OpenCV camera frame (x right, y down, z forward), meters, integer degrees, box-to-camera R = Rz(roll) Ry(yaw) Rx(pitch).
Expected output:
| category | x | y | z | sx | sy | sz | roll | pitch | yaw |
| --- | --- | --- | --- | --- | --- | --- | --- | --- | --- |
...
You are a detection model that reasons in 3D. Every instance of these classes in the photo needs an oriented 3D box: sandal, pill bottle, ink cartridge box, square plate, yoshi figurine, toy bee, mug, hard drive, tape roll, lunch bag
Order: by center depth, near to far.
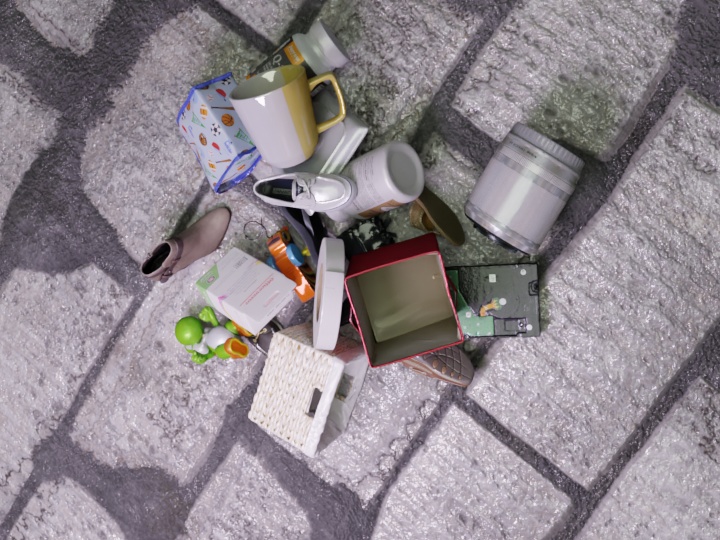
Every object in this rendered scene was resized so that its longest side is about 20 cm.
| category | x | y | z | sx | sy | sz | roll | pitch | yaw |
| --- | --- | --- | --- | --- | --- | --- | --- | --- | --- |
| tape roll | -0.059 | 0.042 | 1.477 | 0.036 | 0.203 | 0.207 | 5 | 96 | -8 |
| mug | -0.132 | -0.279 | 1.495 | 0.183 | 0.150 | 0.155 | -4 | 122 | 27 |
| pill bottle | 0.017 | -0.161 | 1.542 | 0.198 | 0.113 | 0.117 | -18 | 90 | 46 |
| hard drive | 0.246 | 0.059 | 1.570 | 0.196 | 0.038 | 0.143 | -4 | 93 | 14 |
| square plate | -0.090 | -0.238 | 1.584 | 0.201 | 0.028 | 0.198 | -54 | 44 | 13 |
| sandal | 0.119 | -0.116 | 1.585 | 0.213 | 0.077 | 0.070 | 54 | 128 | 11 |
| ink cartridge box | -0.214 | 0.045 | 1.588 | 0.198 | 0.068 | 0.117 | 28 | 62 | 38 |
| pill bottle | -0.126 | -0.388 | 1.593 | 0.199 | 0.116 | 0.117 | -37 | 85 | 15 |
| sandal | -0.093 | -0.090 | 1.613 | 0.043 | 0.075 | 0.202 | -47 | 68 | 37 |
| lunch bag | -0.281 | -0.267 | 1.631 | 0.172 | 0.123 | 0.200 | 57 | 144 | 4 |
| toy bee | -0.144 | -0.041 | 1.643 | 0.128 | 0.109 | 0.203 | -10 | 118 | 11 |
| yoshi figurine | -0.312 | 0.132 | 1.664 | 0.198 | 0.112 | 0.114 | -10 | 97 | 43 |

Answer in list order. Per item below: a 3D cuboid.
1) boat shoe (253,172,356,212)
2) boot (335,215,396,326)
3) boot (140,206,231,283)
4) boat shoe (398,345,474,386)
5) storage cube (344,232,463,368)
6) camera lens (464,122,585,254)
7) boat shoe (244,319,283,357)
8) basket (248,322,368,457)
| category | x | y | z | sx | sy | sz | roll | pitch | yaw |
| --- | --- | --- | --- | --- | --- | --- | --- | --- | --- |
| boat shoe | -0.105 | -0.144 | 1.502 | 0.196 | 0.065 | 0.075 | -2 | 90 | 23 |
| boot | -0.001 | 0.000 | 1.614 | 0.196 | 0.073 | 0.164 | -31 | 84 | 15 |
| boot | -0.360 | -0.053 | 1.665 | 0.070 | 0.146 | 0.200 | 43 | 103 | 9 |
| boat shoe | 0.132 | 0.171 | 1.595 | 0.198 | 0.072 | 0.076 | 28 | 58 | 18 |
| storage cube | 0.077 | 0.048 | 1.477 | 0.196 | 0.180 | 0.174 | -16 | 102 | 7 |
| camera lens | 0.294 | -0.144 | 1.478 | 0.159 | 0.160 | 0.202 | 33 | 101 | 10 |
| boat shoe | -0.221 | 0.113 | 1.686 | 0.072 | 0.060 | 0.202 | -42 | 83 | 14 |
| basket | -0.096 | 0.224 | 1.592 | 0.158 | 0.200 | 0.202 | 21 | 99 | 14 |
